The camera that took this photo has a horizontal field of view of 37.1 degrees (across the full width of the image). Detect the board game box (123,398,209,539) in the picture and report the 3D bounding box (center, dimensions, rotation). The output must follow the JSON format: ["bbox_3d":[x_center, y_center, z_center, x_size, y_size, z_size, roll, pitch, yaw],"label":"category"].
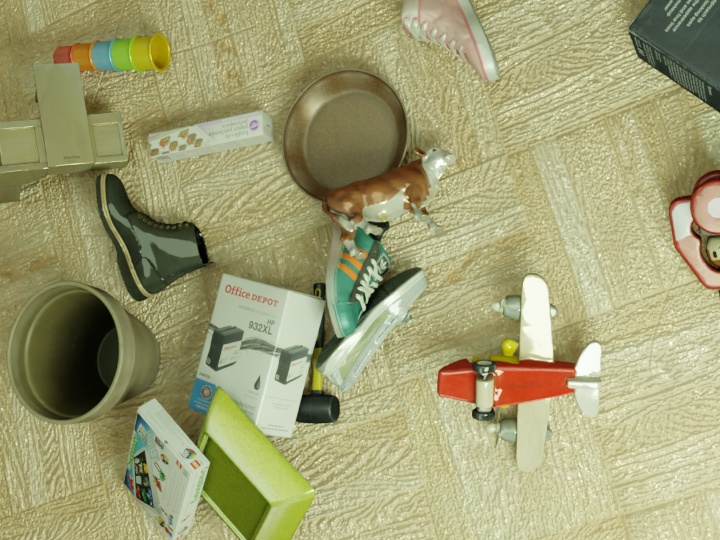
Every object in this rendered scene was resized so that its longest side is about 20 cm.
[{"bbox_3d":[-0.280,0.289,1.529,0.126,0.034,0.201,45,140,20],"label":"board game box"}]

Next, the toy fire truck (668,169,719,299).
[{"bbox_3d":[0.487,-0.041,1.319,0.197,0.112,0.170,-10,98,20],"label":"toy fire truck"}]

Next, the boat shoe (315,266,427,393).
[{"bbox_3d":[0.024,0.079,1.490,0.065,0.074,0.202,43,90,-14],"label":"boat shoe"}]

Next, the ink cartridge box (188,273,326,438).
[{"bbox_3d":[-0.147,0.118,1.521,0.144,0.083,0.203,13,87,41],"label":"ink cartridge box"}]

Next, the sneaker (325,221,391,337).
[{"bbox_3d":[0.000,0.000,1.478,0.079,0.072,0.202,-4,54,13],"label":"sneaker"}]

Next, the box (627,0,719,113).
[{"bbox_3d":[0.477,-0.312,1.346,0.200,0.117,0.198,40,97,22],"label":"box"}]

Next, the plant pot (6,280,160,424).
[{"bbox_3d":[-0.389,0.125,1.582,0.197,0.173,0.203,-3,82,19],"label":"plant pot"}]

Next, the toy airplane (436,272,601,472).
[{"bbox_3d":[0.215,0.132,1.388,0.199,0.141,0.200,43,89,-18],"label":"toy airplane"}]

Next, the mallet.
[{"bbox_3d":[-0.070,0.120,1.540,0.065,0.041,0.203,-11,74,21],"label":"mallet"}]

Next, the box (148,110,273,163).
[{"bbox_3d":[-0.230,-0.203,1.639,0.197,0.041,0.039,-9,80,20],"label":"box"}]

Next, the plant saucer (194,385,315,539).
[{"bbox_3d":[-0.167,0.291,1.473,0.200,0.048,0.201,44,140,16],"label":"plant saucer"}]

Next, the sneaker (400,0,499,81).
[{"bbox_3d":[0.120,-0.332,1.505,0.104,0.075,0.202,-26,67,11],"label":"sneaker"}]

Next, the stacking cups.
[{"bbox_3d":[-0.400,-0.347,1.719,0.197,0.060,0.061,4,84,25],"label":"stacking cups"}]

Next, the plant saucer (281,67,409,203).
[{"bbox_3d":[-0.019,-0.191,1.560,0.198,0.037,0.204,-3,81,20],"label":"plant saucer"}]

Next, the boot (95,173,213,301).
[{"bbox_3d":[-0.313,-0.072,1.642,0.137,0.077,0.202,-22,89,12],"label":"boot"}]

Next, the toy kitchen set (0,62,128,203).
[{"bbox_3d":[-0.495,-0.220,1.726,0.197,0.180,0.166,-8,81,-21],"label":"toy kitchen set"}]

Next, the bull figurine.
[{"bbox_3d":[0.048,-0.097,1.469,0.198,0.065,0.122,-21,52,-1],"label":"bull figurine"}]
